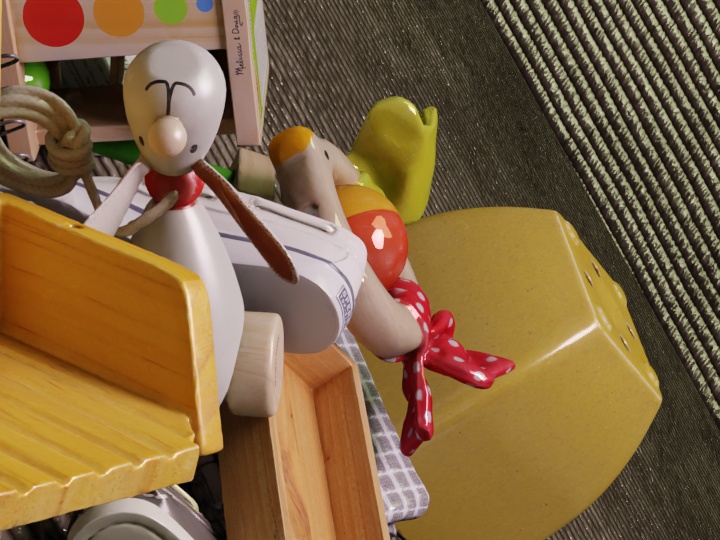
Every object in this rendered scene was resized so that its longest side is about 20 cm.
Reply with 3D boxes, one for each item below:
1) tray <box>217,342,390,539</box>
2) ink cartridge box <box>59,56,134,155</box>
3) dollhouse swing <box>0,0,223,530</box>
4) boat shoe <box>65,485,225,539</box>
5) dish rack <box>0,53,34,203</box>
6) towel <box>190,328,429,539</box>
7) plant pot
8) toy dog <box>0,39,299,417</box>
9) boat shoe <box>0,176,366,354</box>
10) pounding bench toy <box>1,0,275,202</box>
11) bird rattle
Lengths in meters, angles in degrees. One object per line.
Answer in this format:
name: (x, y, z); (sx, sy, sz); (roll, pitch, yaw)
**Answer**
tray: (-0.031, 0.093, 0.991); (0.099, 0.037, 0.200); (46, 21, -35)
ink cartridge box: (-0.169, -0.168, 1.289); (0.201, 0.043, 0.174); (62, 14, 5)
dollhouse swing: (-0.146, -0.028, 0.729); (0.181, 0.177, 0.200); (21, 13, 27)
boat shoe: (-0.069, 0.167, 0.934); (0.202, 0.071, 0.061); (59, 6, -29)
dish rack: (-0.198, -0.067, 0.902); (0.153, 0.054, 0.201); (21, 58, -67)
towel: (-0.051, 0.073, 1.151); (0.201, 0.085, 0.165); (66, 16, 18)
plant pot: (0.094, 0.069, 1.422); (0.194, 0.199, 0.196); (46, 20, -44)
toy dog: (-0.086, 0.008, 0.872); (0.097, 0.131, 0.200); (-89, 160, -49)
boat shoe: (-0.094, -0.017, 0.993); (0.066, 0.199, 0.072); (-64, 159, -48)
pounding bench toy: (-0.132, -0.111, 1.126); (0.124, 0.155, 0.201); (-91, 176, -63)
bird rattle: (0.000, 0.000, 1.124); (0.163, 0.112, 0.201); (32, 42, -61)
